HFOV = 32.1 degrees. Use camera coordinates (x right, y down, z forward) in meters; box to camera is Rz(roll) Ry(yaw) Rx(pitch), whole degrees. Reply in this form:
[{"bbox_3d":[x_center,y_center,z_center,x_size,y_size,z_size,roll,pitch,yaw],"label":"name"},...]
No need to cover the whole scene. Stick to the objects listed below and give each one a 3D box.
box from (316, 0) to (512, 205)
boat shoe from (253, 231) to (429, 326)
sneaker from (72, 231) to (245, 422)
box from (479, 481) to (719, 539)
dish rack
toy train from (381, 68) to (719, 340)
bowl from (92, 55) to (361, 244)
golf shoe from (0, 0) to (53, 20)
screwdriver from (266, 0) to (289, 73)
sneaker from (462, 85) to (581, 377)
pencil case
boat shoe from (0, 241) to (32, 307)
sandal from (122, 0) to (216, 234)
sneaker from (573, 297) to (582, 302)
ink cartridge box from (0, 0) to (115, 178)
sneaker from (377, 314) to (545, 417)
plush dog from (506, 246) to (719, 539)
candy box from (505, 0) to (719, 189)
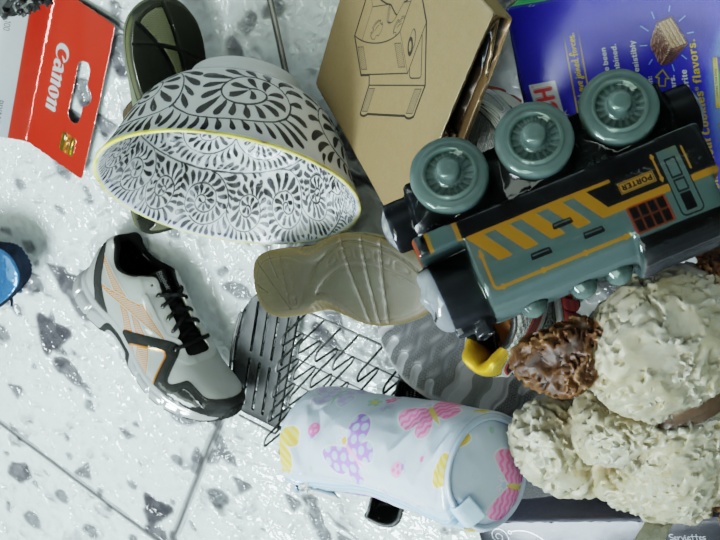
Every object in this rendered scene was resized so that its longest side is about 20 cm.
[{"bbox_3d":[0.027,-0.144,0.834,0.200,0.021,0.164,-117,37,-47],"label":"box"},{"bbox_3d":[0.000,0.001,0.956,0.201,0.066,0.072,-4,102,47],"label":"boat shoe"},{"bbox_3d":[-0.171,0.048,1.086,0.200,0.074,0.080,43,122,15],"label":"sneaker"},{"bbox_3d":[0.209,0.196,0.906,0.200,0.132,0.115,-7,106,33],"label":"box"},{"bbox_3d":[-0.031,0.110,1.055,0.200,0.055,0.154,24,123,19],"label":"dish rack"},{"bbox_3d":[0.115,-0.037,0.728,0.200,0.085,0.114,-22,73,2],"label":"toy train"},{"bbox_3d":[-0.092,-0.099,0.942,0.200,0.094,0.201,7,160,3],"label":"bowl"},{"bbox_3d":[-0.240,-0.288,0.971,0.094,0.078,0.200,45,116,8],"label":"golf shoe"},{"bbox_3d":[-0.071,-0.228,0.934,0.028,0.029,0.200,2,121,30],"label":"screwdriver"},{"bbox_3d":[0.089,-0.023,0.812,0.078,0.082,0.200,4,112,52],"label":"sneaker"},{"bbox_3d":[0.027,0.135,0.914,0.200,0.091,0.083,1,122,48],"label":"pencil case"},{"bbox_3d":[-0.383,0.008,1.208,0.200,0.069,0.084,-13,98,34],"label":"boat shoe"},{"bbox_3d":[-0.158,-0.125,1.012,0.057,0.080,0.201,34,130,47],"label":"sandal"},{"bbox_3d":[0.097,-0.050,0.898,0.088,0.076,0.200,-25,105,24],"label":"sneaker"},{"bbox_3d":[-0.314,-0.185,1.079,0.200,0.047,0.160,33,126,16],"label":"ink cartridge box"},{"bbox_3d":[0.090,0.082,0.958,0.075,0.082,0.200,-49,64,8],"label":"sneaker"},{"bbox_3d":[0.192,0.073,0.779,0.200,0.161,0.172,-27,125,-5],"label":"plush dog"},{"bbox_3d":[0.208,-0.109,0.789,0.200,0.077,0.169,-3,113,31],"label":"candy box"}]
